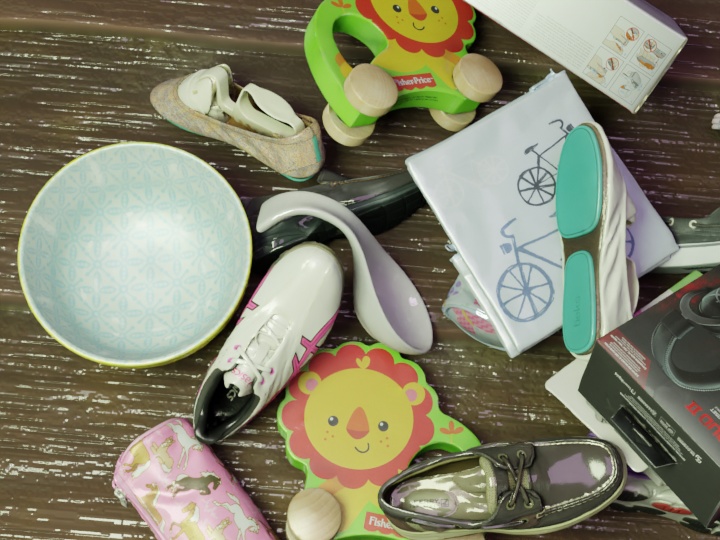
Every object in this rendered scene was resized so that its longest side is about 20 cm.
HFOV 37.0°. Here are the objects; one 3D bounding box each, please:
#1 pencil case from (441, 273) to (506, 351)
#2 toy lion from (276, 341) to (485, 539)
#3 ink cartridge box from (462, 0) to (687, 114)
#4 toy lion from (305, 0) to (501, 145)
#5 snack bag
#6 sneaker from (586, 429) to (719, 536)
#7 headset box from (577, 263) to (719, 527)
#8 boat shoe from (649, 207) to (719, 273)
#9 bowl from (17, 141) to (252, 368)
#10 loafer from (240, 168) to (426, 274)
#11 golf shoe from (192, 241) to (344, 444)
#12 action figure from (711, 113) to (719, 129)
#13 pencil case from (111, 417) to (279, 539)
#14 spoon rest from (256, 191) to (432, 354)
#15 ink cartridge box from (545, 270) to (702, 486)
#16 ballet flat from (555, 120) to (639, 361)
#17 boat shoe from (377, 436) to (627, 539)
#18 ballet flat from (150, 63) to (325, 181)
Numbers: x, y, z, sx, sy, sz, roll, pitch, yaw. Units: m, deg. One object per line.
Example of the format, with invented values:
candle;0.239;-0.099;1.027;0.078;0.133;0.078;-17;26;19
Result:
pencil case;0.154;-0.024;0.991;0.090;0.083;0.201;25;74;19
toy lion;0.020;0.161;0.948;0.198;0.069;0.193;12;66;2
ink cartridge box;0.201;-0.252;1.032;0.199;0.176;0.084;33;112;-1
toy lion;0.032;-0.225;1.027;0.199;0.069;0.193;-13;69;-33
snack bag;0.155;-0.054;0.945;0.188;0.021;0.201;-31;85;-15
sneaker;0.291;0.177;0.941;0.198;0.081;0.084;15;66;2
headset box;0.282;0.090;0.844;0.199;0.078;0.149;-26;56;-23
boat shoe;0.325;-0.031;0.961;0.199;0.068;0.057;-4;80;38
bowl;-0.192;-0.003;0.961;0.198;0.108;0.202;0;74;-2
loafer;-0.021;-0.066;1.007;0.199;0.073;0.073;-20;70;-9
golf shoe;-0.076;0.067;0.903;0.072;0.092;0.201;31;115;-4
action figure;0.409;-0.108;0.999;0.133;0.149;0.202;2;88;3
pencil case;-0.126;0.223;0.909;0.086;0.083;0.200;-41;79;3
spoon rest;0.000;0.000;0.948;0.200;0.060;0.100;41;30;-24
ink cartridge box;0.261;0.100;0.929;0.199;0.068;0.117;-30;56;-24
ballet flat;0.203;-0.023;0.909;0.069;0.069;0.202;1;81;-2
boat shoe;0.109;0.173;0.846;0.199;0.065;0.074;-17;68;13
ballet flat;-0.116;-0.154;1.012;0.199;0.068;0.068;25;53;18
